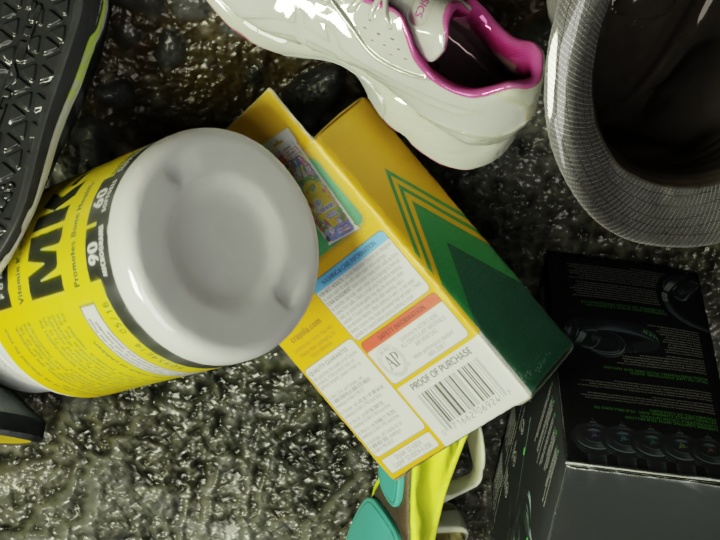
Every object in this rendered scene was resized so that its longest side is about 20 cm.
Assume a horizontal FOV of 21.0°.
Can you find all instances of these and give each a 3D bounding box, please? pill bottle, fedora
[{"bbox_3d":[-0.121,0.004,0.981,0.114,0.114,0.200,42,147,-23],"label":"pill bottle"},{"bbox_3d":[0.149,-0.120,0.931,0.176,0.090,0.200,-3,114,-26],"label":"fedora"}]

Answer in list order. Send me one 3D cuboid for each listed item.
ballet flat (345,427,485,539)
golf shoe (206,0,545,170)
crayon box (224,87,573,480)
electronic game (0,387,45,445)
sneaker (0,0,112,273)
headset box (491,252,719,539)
[{"bbox_3d":[0.036,0.137,1.143,0.067,0.067,0.200,-3,124,-22],"label":"ballet flat"},{"bbox_3d":[0.005,-0.130,0.935,0.200,0.075,0.092,31,158,-9],"label":"golf shoe"},{"bbox_3d":[0.000,0.000,1.006,0.200,0.052,0.126,50,138,-3],"label":"crayon box"},{"bbox_3d":[-0.272,0.077,1.054,0.199,0.200,0.042,5,82,-2],"label":"electronic game"},{"bbox_3d":[-0.171,-0.068,0.967,0.072,0.083,0.200,28,93,9],"label":"sneaker"},{"bbox_3d":[0.132,0.120,1.043,0.093,0.200,0.174,8,123,-3],"label":"headset box"}]
